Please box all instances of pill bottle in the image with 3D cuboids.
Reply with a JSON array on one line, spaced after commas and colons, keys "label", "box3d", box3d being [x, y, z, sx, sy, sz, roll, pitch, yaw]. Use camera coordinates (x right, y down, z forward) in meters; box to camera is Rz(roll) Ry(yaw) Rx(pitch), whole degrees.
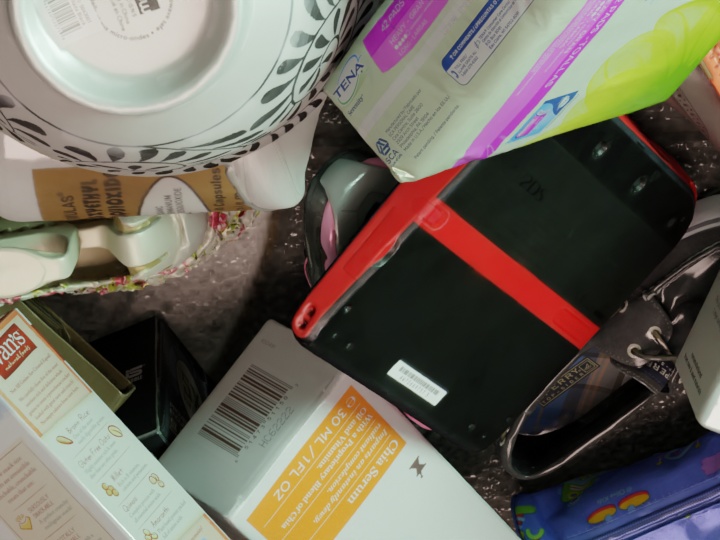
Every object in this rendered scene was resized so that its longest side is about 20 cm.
[{"label": "pill bottle", "box3d": [-0.127, -0.080, 1.333, 0.200, 0.114, 0.114, -3, 133, -1]}]

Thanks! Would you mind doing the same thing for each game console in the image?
[{"label": "game console", "box3d": [0.067, -0.008, 1.387, 0.177, 0.031, 0.200, -47, 147, 5]}]

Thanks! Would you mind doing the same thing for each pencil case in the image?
[{"label": "pencil case", "box3d": [0.174, 0.123, 1.562, 0.200, 0.078, 0.087, -24, 166, 17]}]

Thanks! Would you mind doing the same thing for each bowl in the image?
[{"label": "bowl", "box3d": [-0.088, -0.116, 1.136, 0.201, 0.094, 0.201, 0, 111, -1]}]

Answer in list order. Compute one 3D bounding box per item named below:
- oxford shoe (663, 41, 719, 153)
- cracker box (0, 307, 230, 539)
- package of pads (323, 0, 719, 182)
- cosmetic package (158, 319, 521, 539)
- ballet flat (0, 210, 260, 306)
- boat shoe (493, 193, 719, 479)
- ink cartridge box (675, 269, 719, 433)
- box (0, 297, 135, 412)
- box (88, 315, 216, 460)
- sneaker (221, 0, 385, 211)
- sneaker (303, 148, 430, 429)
[{"label": "oxford shoe", "box3d": [0.129, -0.116, 1.355, 0.073, 0.071, 0.200, -22, 123, 28]}, {"label": "cracker box", "box3d": [-0.147, 0.134, 1.402, 0.200, 0.058, 0.134, 48, 124, -6]}, {"label": "package of pads", "box3d": [0.097, -0.123, 1.189, 0.200, 0.068, 0.155, -20, 155, -51]}, {"label": "cosmetic package", "box3d": [-0.004, 0.126, 1.493, 0.101, 0.071, 0.200, -53, 132, -10]}, {"label": "ballet flat", "box3d": [-0.132, -0.013, 1.394, 0.200, 0.064, 0.076, -15, 113, -12]}, {"label": "boat shoe", "box3d": [0.139, 0.039, 1.493, 0.200, 0.066, 0.070, -36, 125, 27]}, {"label": "ink cartridge box", "box3d": [0.258, -0.003, 1.394, 0.144, 0.084, 0.200, 21, 107, -10]}, {"label": "box", "box3d": [-0.233, 0.073, 1.459, 0.163, 0.021, 0.200, 42, 108, -2]}, {"label": "box", "box3d": [-0.127, 0.141, 1.558, 0.164, 0.086, 0.200, -23, 131, 17]}, {"label": "sneaker", "box3d": [-0.019, -0.118, 1.224, 0.087, 0.075, 0.200, 8, 108, 2]}, {"label": "sneaker", "box3d": [0.000, 0.000, 1.422, 0.079, 0.095, 0.200, -44, 147, -14]}]
